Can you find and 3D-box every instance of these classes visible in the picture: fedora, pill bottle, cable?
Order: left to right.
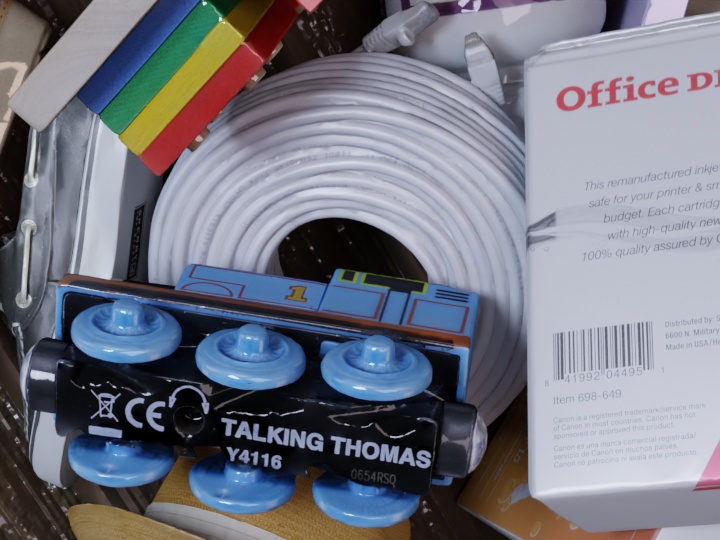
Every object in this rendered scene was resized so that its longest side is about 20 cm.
[{"bbox_3d":[-0.035,0.127,0.849,0.199,0.200,0.082,29,70,-19],"label":"fedora"},{"bbox_3d":[0.000,0.000,0.856,0.198,0.069,0.201,-23,110,18],"label":"cable"},{"bbox_3d":[0.060,-0.160,0.884,0.111,0.112,0.202,-10,98,-18],"label":"pill bottle"}]

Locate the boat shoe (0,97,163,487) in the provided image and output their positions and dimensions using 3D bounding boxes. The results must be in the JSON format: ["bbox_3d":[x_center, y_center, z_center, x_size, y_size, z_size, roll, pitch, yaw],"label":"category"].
[{"bbox_3d":[-0.137,0.000,0.861,0.063,0.071,0.202,14,100,13],"label":"boat shoe"}]

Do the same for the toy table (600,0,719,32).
[{"bbox_3d":[0.182,-0.109,0.907,0.116,0.184,0.202,16,104,-4],"label":"toy table"}]

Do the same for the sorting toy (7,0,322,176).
[{"bbox_3d":[-0.035,-0.144,0.766,0.070,0.200,0.199,42,113,-9],"label":"sorting toy"}]

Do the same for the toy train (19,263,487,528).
[{"bbox_3d":[-0.042,0.047,0.784,0.198,0.114,0.088,8,114,6],"label":"toy train"}]

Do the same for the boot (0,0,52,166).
[{"bbox_3d":[-0.246,-0.059,0.824,0.165,0.072,0.202,21,89,-7],"label":"boot"}]

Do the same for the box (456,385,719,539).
[{"bbox_3d":[0.148,0.103,0.892,0.097,0.200,0.125,33,84,-19],"label":"box"}]

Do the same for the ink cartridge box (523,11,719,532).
[{"bbox_3d":[0.147,0.000,0.767,0.144,0.085,0.202,-7,69,22],"label":"ink cartridge box"}]
